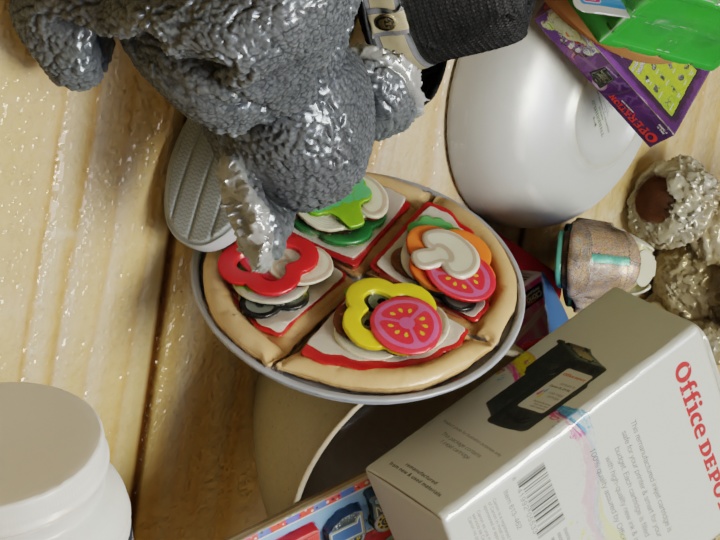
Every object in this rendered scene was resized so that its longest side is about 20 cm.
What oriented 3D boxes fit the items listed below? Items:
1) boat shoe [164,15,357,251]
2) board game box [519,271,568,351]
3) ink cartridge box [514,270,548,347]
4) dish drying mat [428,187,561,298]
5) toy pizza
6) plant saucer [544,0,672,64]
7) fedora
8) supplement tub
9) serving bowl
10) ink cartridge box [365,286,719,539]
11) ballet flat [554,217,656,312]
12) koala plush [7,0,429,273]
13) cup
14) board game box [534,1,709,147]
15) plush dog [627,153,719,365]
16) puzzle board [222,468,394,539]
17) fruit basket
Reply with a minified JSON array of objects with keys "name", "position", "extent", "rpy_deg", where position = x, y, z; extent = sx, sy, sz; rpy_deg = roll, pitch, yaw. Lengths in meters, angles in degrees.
[{"name":"boat shoe","position":[-0.048,-0.099,1.463],"extent":[0.201,0.072,0.062],"rpy_deg":[-62,157,-2]},{"name":"board game box","position":[0.131,0.098,1.637],"extent":[0.200,0.039,0.159],"rpy_deg":[-90,158,-63]},{"name":"ink cartridge box","position":[0.115,0.109,1.720],"extent":[0.095,0.037,0.201],"rpy_deg":[-33,115,-33]},{"name":"dish drying mat","position":[0.078,0.008,1.716],"extent":[0.200,0.018,0.077],"rpy_deg":[30,85,-53]},{"name":"toy pizza","position":[0.000,0.000,1.464],"extent":[0.200,0.200,0.032],"rpy_deg":[-34,147,-37]},{"name":"plant saucer","position":[0.162,-0.223,1.617],"extent":[0.199,0.037,0.201],"rpy_deg":[20,57,-34]},{"name":"fedora","position":[0.056,-0.197,1.474],"extent":[0.200,0.091,0.202],"rpy_deg":[-2,90,-73]},{"name":"supplement tub","position":[-0.189,0.177,1.358],"extent":[0.140,0.140,0.201],"rpy_deg":[-32,130,-39]},{"name":"serving bowl","position":[0.146,-0.120,1.701],"extent":[0.200,0.066,0.201],"rpy_deg":[-26,126,-43]},{"name":"ink cartridge box","position":[0.122,0.128,1.472],"extent":[0.200,0.083,0.146],"rpy_deg":[-34,123,-20]},{"name":"ballet flat","position":[0.169,-0.002,1.710],"extent":[0.200,0.067,0.069],"rpy_deg":[-31,123,-83]},{"name":"koala plush","position":[-0.051,-0.108,1.345],"extent":[0.177,0.183,0.201],"rpy_deg":[-46,131,-26]},{"name":"cup","position":[0.012,0.096,1.548],"extent":[0.199,0.143,0.201],"rpy_deg":[-18,129,-23]},{"name":"board game box","position":[0.198,-0.187,1.674],"extent":[0.120,0.032,0.200],"rpy_deg":[49,47,-17]},{"name":"plush dog","position":[0.299,0.016,1.867],"extent":[0.160,0.171,0.201],"rpy_deg":[-14,116,-48]},{"name":"puzzle board","position":[-0.032,0.200,1.481],"extent":[0.199,0.017,0.151],"rpy_deg":[-24,131,-18]},{"name":"fruit basket","position":[0.179,-0.230,1.547],"extent":[0.185,0.094,0.201],"rpy_deg":[10,60,-38]}]
